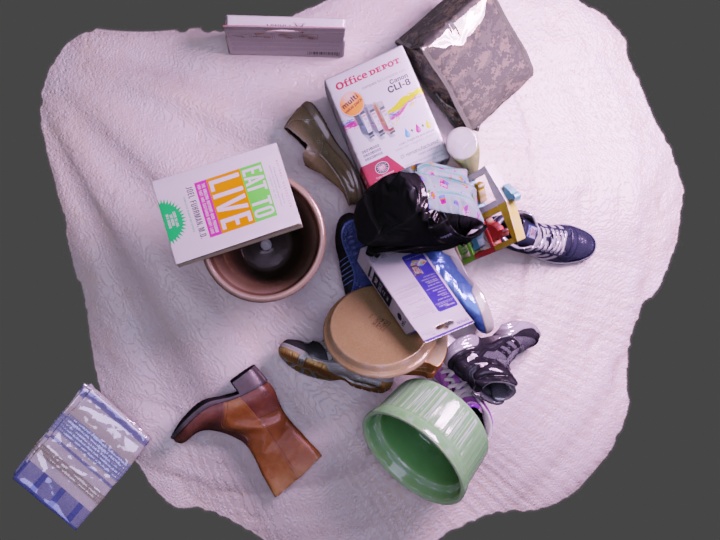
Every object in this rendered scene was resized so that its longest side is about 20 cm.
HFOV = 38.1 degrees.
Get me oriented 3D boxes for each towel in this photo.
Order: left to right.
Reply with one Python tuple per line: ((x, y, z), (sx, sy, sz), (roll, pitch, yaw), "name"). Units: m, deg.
((-0.461, 0.307, 1.727), (0.147, 0.024, 0.201), (39, 87, -2), "towel")

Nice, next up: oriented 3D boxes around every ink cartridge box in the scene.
((-0.122, -0.394, 1.707), (0.197, 0.176, 0.045), (1, 86, -3), "ink cartridge box")
((0.042, -0.240, 1.721), (0.144, 0.145, 0.202), (-24, 87, 0), "ink cartridge box")
((0.085, 0.033, 1.651), (0.099, 0.039, 0.201), (-18, 58, -25), "ink cartridge box")

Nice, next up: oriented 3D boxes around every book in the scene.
((-0.201, -0.100, 1.582), (0.198, 0.048, 0.135), (-18, 84, -2), "book")

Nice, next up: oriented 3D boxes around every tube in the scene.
((0.173, -0.192, 1.701), (0.052, 0.200, 0.058), (34, 96, 10), "tube")

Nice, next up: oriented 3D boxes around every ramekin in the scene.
((0.109, 0.269, 1.670), (0.200, 0.200, 0.098), (45, 59, 1), "ramekin")

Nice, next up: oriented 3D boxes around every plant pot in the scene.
((-0.154, -0.046, 1.686), (0.198, 0.175, 0.203), (0, 86, -3), "plant pot")

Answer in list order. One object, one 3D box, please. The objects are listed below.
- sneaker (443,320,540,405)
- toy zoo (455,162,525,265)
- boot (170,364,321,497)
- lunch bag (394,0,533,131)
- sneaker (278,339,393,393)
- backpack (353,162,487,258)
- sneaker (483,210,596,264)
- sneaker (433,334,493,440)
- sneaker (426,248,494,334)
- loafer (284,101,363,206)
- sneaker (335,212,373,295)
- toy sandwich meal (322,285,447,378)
((0.234, 0.154, 1.703), (0.198, 0.076, 0.114), (-11, 56, -33), "sneaker")
((0.198, -0.092, 1.700), (0.020, 0.200, 0.132), (-22, 88, -30), "toy zoo")
((-0.192, 0.289, 1.734), (0.188, 0.068, 0.201), (-35, 96, -12), "boot")
((0.183, -0.350, 1.746), (0.164, 0.117, 0.201), (-42, 120, -8), "lunch bag")
((-0.037, 0.139, 1.742), (0.198, 0.076, 0.089), (16, 70, -4), "sneaker")
((0.105, -0.095, 1.627), (0.199, 0.166, 0.128), (1, 74, -42), "backpack")
((0.307, -0.055, 1.742), (0.198, 0.109, 0.071), (10, 87, -2), "sneaker")
((0.169, 0.191, 1.720), (0.072, 0.114, 0.202), (-27, 87, -3), "sneaker")
((0.134, 0.036, 1.744), (0.111, 0.077, 0.201), (-30, 88, -5), "sneaker")
((-0.061, -0.187, 1.753), (0.067, 0.076, 0.201), (-31, 79, -3), "loafer")
((0.000, 0.000, 1.750), (0.069, 0.078, 0.202), (-10, 108, -6), "sneaker")
((0.039, 0.107, 1.671), (0.203, 0.071, 0.207), (-1, 49, 1), "toy sandwich meal")
